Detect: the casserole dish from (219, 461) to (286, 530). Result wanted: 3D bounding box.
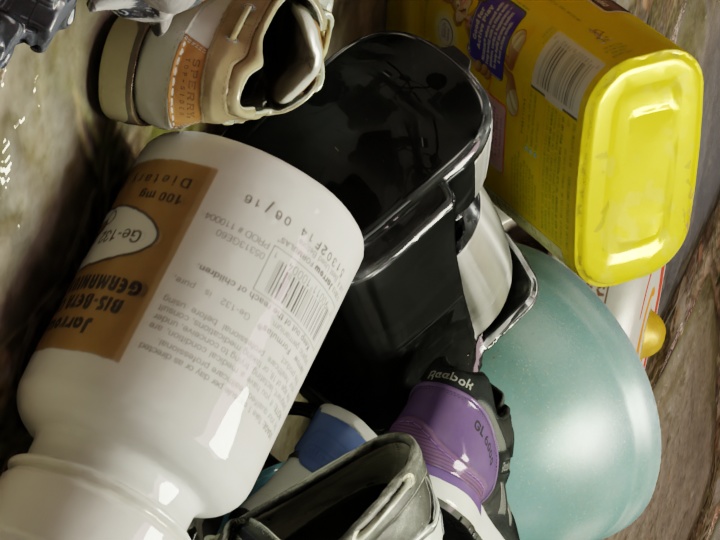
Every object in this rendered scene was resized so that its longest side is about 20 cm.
[{"bbox_3d":[-0.033,0.160,1.361,0.121,0.039,0.200,-32,154,-2],"label":"casserole dish"}]

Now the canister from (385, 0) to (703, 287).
[{"bbox_3d":[0.099,-0.097,1.362,0.087,0.200,0.149,-15,126,-25],"label":"canister"}]

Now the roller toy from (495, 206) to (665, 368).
[{"bbox_3d":[0.135,0.032,1.648,0.200,0.140,0.182,-62,160,-54],"label":"roller toy"}]

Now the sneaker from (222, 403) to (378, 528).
[{"bbox_3d":[-0.030,0.168,1.238,0.115,0.081,0.199,-36,136,-22],"label":"sneaker"}]

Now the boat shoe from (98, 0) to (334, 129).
[{"bbox_3d":[-0.049,-0.103,1.154,0.200,0.068,0.075,-43,142,-60],"label":"boat shoe"}]

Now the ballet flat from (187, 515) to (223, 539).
[{"bbox_3d":[-0.106,0.130,1.165,0.068,0.068,0.200,125,-11,-69],"label":"ballet flat"}]

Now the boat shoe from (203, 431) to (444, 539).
[{"bbox_3d":[-0.050,0.141,1.116,0.200,0.071,0.064,-34,134,-25],"label":"boat shoe"}]

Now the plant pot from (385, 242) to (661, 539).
[{"bbox_3d":[0.063,0.099,1.487,0.134,0.200,0.200,-27,134,-37],"label":"plant pot"}]

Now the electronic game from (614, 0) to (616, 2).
[{"bbox_3d":[0.118,-0.183,1.478,0.200,0.042,0.200,174,-90,-80],"label":"electronic game"}]

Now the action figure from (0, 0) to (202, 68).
[{"bbox_3d":[-0.076,-0.134,0.970,0.200,0.105,0.193,-62,-174,-20],"label":"action figure"}]

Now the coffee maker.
[{"bbox_3d":[0.000,0.000,1.273,0.200,0.135,0.192,68,43,-63],"label":"coffee maker"}]

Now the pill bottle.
[{"bbox_3d":[-0.087,0.048,1.094,0.200,0.114,0.114,-64,159,-22],"label":"pill bottle"}]

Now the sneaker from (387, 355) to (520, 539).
[{"bbox_3d":[0.061,0.107,1.321,0.200,0.076,0.088,67,44,-69],"label":"sneaker"}]
